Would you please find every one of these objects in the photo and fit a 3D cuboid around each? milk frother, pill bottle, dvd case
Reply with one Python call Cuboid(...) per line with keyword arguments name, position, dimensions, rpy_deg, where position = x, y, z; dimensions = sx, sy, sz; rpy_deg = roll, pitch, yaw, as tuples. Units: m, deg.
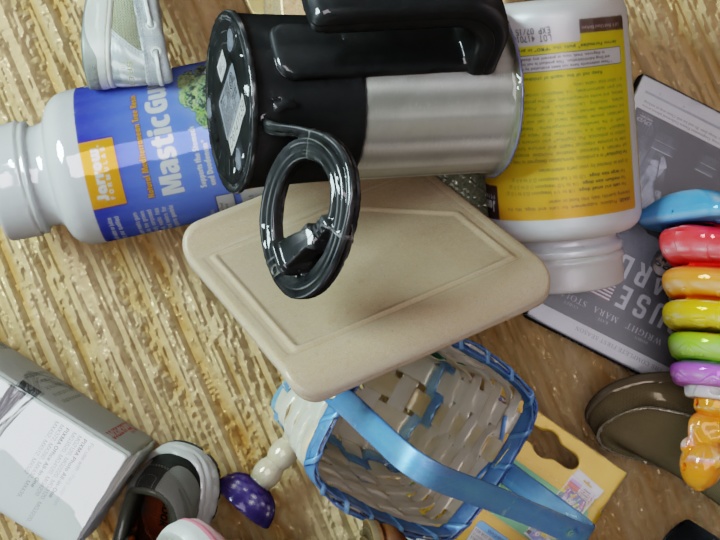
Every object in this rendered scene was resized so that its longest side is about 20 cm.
Cuboid(name="milk frother", position=(0.015, -0.080, 1.029), dimensions=(0.187, 0.180, 0.202), rpy_deg=(-5, 79, -19))
Cuboid(name="pill bottle", position=(0.139, -0.089, 1.134), dimensions=(0.108, 0.109, 0.202), rpy_deg=(-6, 98, -1))
Cuboid(name="pill bottle", position=(-0.161, -0.082, 1.154), dimensions=(0.198, 0.112, 0.113), rpy_deg=(-12, 89, -2))
Cuboid(name="dvd case", position=(0.230, -0.023, 1.204), dimensions=(0.150, 0.025, 0.201), rpy_deg=(26, 88, 0))

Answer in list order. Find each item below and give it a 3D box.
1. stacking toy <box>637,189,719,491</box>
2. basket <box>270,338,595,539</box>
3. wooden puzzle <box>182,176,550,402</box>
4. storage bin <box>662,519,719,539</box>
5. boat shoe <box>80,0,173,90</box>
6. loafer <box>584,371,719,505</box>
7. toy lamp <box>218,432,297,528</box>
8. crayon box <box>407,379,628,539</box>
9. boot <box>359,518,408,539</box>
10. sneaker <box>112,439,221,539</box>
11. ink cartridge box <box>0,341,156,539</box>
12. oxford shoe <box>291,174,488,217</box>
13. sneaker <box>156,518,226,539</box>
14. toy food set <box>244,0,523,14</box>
Cuboid(name="stacking toy", position=(0.250, 0.052, 1.116), dimensions=(0.109, 0.116, 0.202), rpy_deg=(12, 82, -21))
Cuboid(name="basket", position=(0.043, 0.109, 1.066), dimensions=(0.176, 0.200, 0.140), rpy_deg=(29, 98, -40))
Cuboid(name="wooden puzzle", position=(0.000, 0.000, 1.065), dimensions=(0.184, 0.200, 0.037), rpy_deg=(-23, 128, -17))
Cuboid(name="storage bin", position=(0.214, 0.288, 1.142), dimensions=(0.094, 0.135, 0.200), rpy_deg=(38, 89, 0))
Cuboid(name="boat shoe", position=(-0.155, -0.215, 1.149), dimensions=(0.064, 0.075, 0.203), rpy_deg=(3, 58, 1))
Cuboid(name="loafer", position=(0.260, 0.129, 1.168), dimensions=(0.198, 0.076, 0.068), rpy_deg=(12, 46, -1))
Cuboid(name="toy lamp", position=(-0.025, 0.094, 1.181), dimensions=(0.058, 0.058, 0.200), rpy_deg=(39, 88, 0))
Cuboid(name="crayon box", position=(0.087, 0.194, 1.184), dimensions=(0.125, 0.052, 0.201), rpy_deg=(35, 89, 0))
Cuboid(name="boot", position=(0.079, 0.217, 1.066), dimensions=(0.154, 0.201, 0.077), rpy_deg=(-2, 55, 6))
Cuboid(name="sneaker", position=(-0.151, 0.224, 1.152), dimensions=(0.073, 0.079, 0.202), rpy_deg=(9, 103, 19))
Cuboid(name="ink cartridge box", position=(-0.253, 0.106, 1.132), dimensions=(0.199, 0.145, 0.084), rpy_deg=(33, 88, 0))
Cuboid(name="oxford shoe", position=(0.037, -0.056, 1.188), dimensions=(0.198, 0.058, 0.076), rpy_deg=(-9, 83, -16))
Cuboid(name="sneaker", position=(-0.075, 0.212, 1.119), dimensions=(0.075, 0.201, 0.105), rpy_deg=(32, 60, 33))
Cuboid(name="toy food set", position=(0.022, -0.191, 1.191), dimensions=(0.199, 0.049, 0.199), rpy_deg=(-24, 90, -2))
